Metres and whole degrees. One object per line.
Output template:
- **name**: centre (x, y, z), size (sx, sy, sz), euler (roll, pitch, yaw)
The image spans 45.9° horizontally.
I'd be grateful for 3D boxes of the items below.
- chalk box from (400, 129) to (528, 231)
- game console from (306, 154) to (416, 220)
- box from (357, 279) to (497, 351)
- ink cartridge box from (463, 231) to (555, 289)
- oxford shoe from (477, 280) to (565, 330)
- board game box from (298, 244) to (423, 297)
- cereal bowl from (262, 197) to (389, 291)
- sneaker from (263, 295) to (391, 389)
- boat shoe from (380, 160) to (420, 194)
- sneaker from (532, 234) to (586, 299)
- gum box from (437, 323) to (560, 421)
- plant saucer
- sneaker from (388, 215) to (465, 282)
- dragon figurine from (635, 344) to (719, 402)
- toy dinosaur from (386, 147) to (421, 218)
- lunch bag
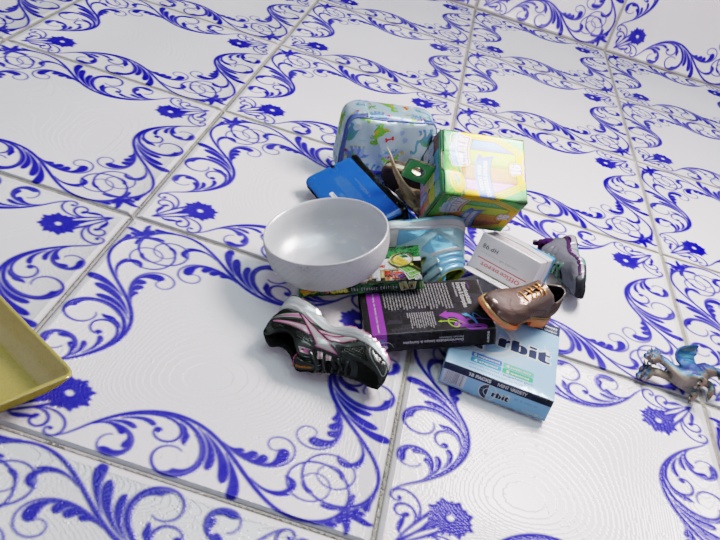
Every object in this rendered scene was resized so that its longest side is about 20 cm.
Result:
- **chalk box**: centre (0.171, -0.155, 1.463), size (0.197, 0.125, 0.125), euler (5, 69, -12)
- **game console**: centre (0.018, -0.114, 1.600), size (0.169, 0.119, 0.200), euler (-27, 47, -15)
- **box**: centre (0.099, 0.068, 1.313), size (0.197, 0.036, 0.143), euler (-4, 31, -3)
- **ink cartridge box**: centre (0.262, -0.013, 1.478), size (0.115, 0.067, 0.200), euler (29, 13, 17)
- **oxford shoe**: centre (0.249, 0.043, 1.310), size (0.199, 0.073, 0.072), euler (0, 47, -53)
- **board game box**: centre (0.000, 0.000, 1.373), size (0.197, 0.024, 0.105), euler (-4, 32, 2)
- **cereal bowl**: centre (-0.050, -0.030, 1.329), size (0.197, 0.084, 0.201), euler (-4, 33, 3)
- **sneaker**: centre (-0.053, 0.119, 1.195), size (0.199, 0.081, 0.086), euler (25, 44, 26)
- **boat shoe**: centre (0.136, -0.170, 1.694), size (0.201, 0.075, 0.075), euler (28, 51, -9)
- **sneaker**: centre (0.370, -0.005, 1.595), size (0.086, 0.075, 0.200), euler (1, 24, 5)
- **gum box**: centre (0.220, 0.129, 1.324), size (0.168, 0.045, 0.200), euler (19, 33, 5)
- **plant saucer**: centre (-0.478, 0.116, 0.999), size (0.199, 0.049, 0.199), euler (37, 37, 26)
- **sneaker**: centre (0.088, -0.017, 1.453), size (0.197, 0.080, 0.132), euler (-9, 67, 8)
- **dragon figurine**: centre (0.549, 0.163, 1.420), size (0.198, 0.059, 0.100), euler (-7, 40, -32)
- **toy dinosaur**: centre (0.097, -0.130, 1.559), size (0.101, 0.200, 0.058), euler (31, 75, 40)
- **lunch bag**: centre (0.049, -0.249, 1.705), size (0.198, 0.162, 0.083), euler (4, 37, -17)
